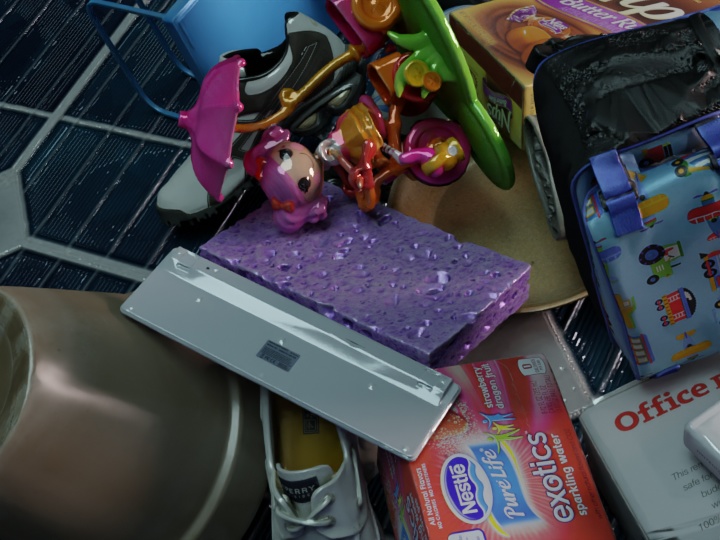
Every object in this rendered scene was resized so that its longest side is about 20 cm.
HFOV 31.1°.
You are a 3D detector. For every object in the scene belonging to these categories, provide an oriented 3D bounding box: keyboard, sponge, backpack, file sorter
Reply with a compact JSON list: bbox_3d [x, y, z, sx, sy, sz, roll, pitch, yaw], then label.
[{"bbox_3d":[-0.042,0.044,0.734,0.199,0.011,0.056,25,61,21],"label":"keyboard"},{"bbox_3d":[0.000,0.000,0.846,0.199,0.030,0.111,24,45,33],"label":"sponge"},{"bbox_3d":[0.206,-0.054,0.683,0.199,0.183,0.135,-18,48,5],"label":"backpack"},{"bbox_3d":[-0.107,-0.230,1.069,0.122,0.139,0.200,18,61,35],"label":"file sorter"}]

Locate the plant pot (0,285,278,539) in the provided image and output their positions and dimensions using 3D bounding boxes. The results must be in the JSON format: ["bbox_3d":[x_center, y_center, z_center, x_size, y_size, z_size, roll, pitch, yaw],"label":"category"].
[{"bbox_3d":[-0.177,0.090,0.780,0.199,0.173,0.201,-12,66,28],"label":"plant pot"}]

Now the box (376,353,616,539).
[{"bbox_3d":[0.077,0.154,0.707,0.099,0.096,0.201,-7,49,-10],"label":"box"}]

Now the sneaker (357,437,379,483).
[{"bbox_3d":[-0.059,0.076,0.850,0.199,0.075,0.090,14,56,31],"label":"sneaker"}]

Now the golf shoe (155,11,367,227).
[{"bbox_3d":[-0.092,-0.117,0.977,0.200,0.095,0.078,-38,27,12],"label":"golf shoe"}]

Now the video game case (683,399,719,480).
[{"bbox_3d":[0.294,0.086,0.634,0.199,0.024,0.182,-31,50,-15],"label":"video game case"}]

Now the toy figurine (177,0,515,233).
[{"bbox_3d":[-0.023,-0.096,0.865,0.183,0.150,0.201,-31,91,-5],"label":"toy figurine"}]

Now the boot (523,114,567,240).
[{"bbox_3d":[0.217,-0.048,0.808,0.198,0.073,0.182,-7,44,-12],"label":"boot"}]

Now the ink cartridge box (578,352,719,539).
[{"bbox_3d":[0.226,0.139,0.683,0.146,0.086,0.201,-25,47,-1],"label":"ink cartridge box"}]

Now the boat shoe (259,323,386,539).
[{"bbox_3d":[-0.027,0.127,0.753,0.070,0.070,0.202,-7,80,18],"label":"boat shoe"}]

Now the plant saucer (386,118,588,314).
[{"bbox_3d":[0.118,-0.044,0.901,0.199,0.036,0.201,-11,51,13],"label":"plant saucer"}]

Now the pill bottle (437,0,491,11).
[{"bbox_3d":[0.094,-0.264,1.032,0.199,0.114,0.114,1,54,22],"label":"pill bottle"}]

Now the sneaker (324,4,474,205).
[{"bbox_3d":[0.036,-0.120,0.981,0.200,0.072,0.072,-48,20,-11],"label":"sneaker"}]

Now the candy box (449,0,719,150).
[{"bbox_3d":[0.176,-0.162,0.920,0.199,0.057,0.117,-17,41,-16],"label":"candy box"}]
